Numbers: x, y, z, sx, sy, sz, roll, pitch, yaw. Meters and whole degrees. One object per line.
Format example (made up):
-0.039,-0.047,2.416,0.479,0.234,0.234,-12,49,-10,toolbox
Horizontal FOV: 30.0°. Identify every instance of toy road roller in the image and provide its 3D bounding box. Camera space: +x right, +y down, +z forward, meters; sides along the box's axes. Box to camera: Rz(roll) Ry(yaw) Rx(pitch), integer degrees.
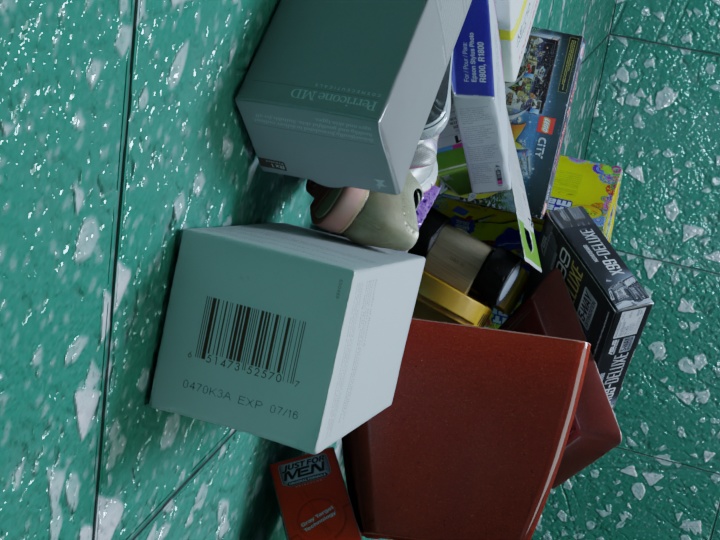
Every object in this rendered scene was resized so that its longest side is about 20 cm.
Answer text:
0.093,0.028,1.448,0.146,0.123,0.200,-60,167,1,toy road roller

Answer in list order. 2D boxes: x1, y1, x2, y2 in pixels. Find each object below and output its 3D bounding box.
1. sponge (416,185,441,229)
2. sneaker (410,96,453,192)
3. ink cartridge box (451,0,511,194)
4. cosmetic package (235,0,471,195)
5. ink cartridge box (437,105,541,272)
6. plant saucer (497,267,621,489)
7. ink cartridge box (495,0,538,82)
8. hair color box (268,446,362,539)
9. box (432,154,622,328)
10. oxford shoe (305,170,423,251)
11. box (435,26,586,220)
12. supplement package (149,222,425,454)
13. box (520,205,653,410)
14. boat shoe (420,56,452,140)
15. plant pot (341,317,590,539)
0.000,0.000,1.104,0.112,0.030,0.200,-45,-172,35,sponge
0.033,-0.140,1.127,0.201,0.081,0.089,-76,168,-45,sneaker
0.100,-0.201,1.170,0.200,0.043,0.197,71,16,-61,ink cartridge box
0.003,-0.158,0.909,0.090,0.106,0.201,74,31,-54,cosmetic package
0.121,-0.094,1.349,0.148,0.075,0.201,20,57,-76,ink cartridge box
0.201,0.127,1.486,0.200,0.037,0.201,122,-46,-62,plant saucer
0.132,-0.307,1.339,0.200,0.083,0.146,76,29,-62,ink cartridge box
-0.020,0.260,1.109,0.102,0.061,0.201,84,-12,-55,hair color box
0.193,-0.034,1.605,0.122,0.199,0.193,-62,159,-46,box
0.006,-0.065,0.998,0.071,0.074,0.200,-54,-165,23,oxford shoe
0.156,-0.167,1.460,0.038,0.136,0.201,-2,106,-76,box
-0.042,0.037,0.898,0.200,0.116,0.118,-12,114,-74,supplement package
0.238,0.055,1.473,0.201,0.049,0.158,100,-28,-43,box
0.046,-0.199,1.018,0.071,0.072,0.201,91,-6,-65,boat shoe
0.073,0.149,1.162,0.200,0.199,0.177,109,-12,-77,plant pot
